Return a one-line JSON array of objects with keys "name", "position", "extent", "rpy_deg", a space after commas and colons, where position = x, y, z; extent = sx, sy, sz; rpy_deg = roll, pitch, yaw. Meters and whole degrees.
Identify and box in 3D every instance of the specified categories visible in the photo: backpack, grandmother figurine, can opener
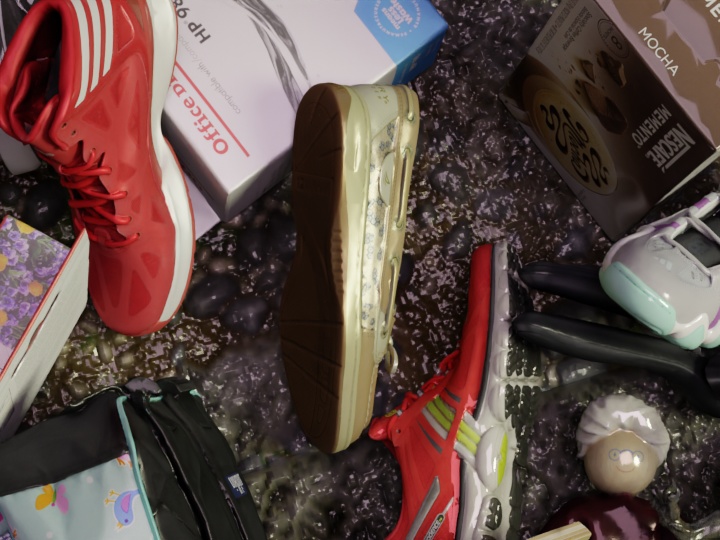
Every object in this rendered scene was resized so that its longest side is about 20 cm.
[{"name": "backpack", "position": [-0.115, 0.172, 0.988], "extent": [0.152, 0.176, 0.201], "rpy_deg": [-28, 84, 4]}, {"name": "grandmother figurine", "position": [0.142, 0.168, 1.084], "extent": [0.120, 0.061, 0.202], "rpy_deg": [5, 80, -16]}, {"name": "can opener", "position": [0.165, 0.033, 1.083], "extent": [0.199, 0.078, 0.064], "rpy_deg": [20, 67, -26]}]

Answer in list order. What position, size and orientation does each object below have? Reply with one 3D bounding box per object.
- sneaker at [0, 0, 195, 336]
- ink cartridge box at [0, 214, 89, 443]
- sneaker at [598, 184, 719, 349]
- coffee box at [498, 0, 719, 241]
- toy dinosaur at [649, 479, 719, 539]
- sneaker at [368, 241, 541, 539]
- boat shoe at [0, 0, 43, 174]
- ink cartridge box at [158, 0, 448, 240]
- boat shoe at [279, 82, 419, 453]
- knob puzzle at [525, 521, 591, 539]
[{"name": "sneaker", "position": [-0.147, -0.052, 1.027], "extent": [0.078, 0.115, 0.202], "rpy_deg": [4, 107, 29]}, {"name": "ink cartridge box", "position": [-0.181, 0.035, 0.989], "extent": [0.050, 0.200, 0.110], "rpy_deg": [28, 76, -1]}, {"name": "sneaker", "position": [0.209, -0.039, 1.044], "extent": [0.078, 0.199, 0.141], "rpy_deg": [41, 118, 21]}, {"name": "coffee box", "position": [0.155, -0.102, 1.067], "extent": [0.080, 0.200, 0.113], "rpy_deg": [-37, 86, -13]}, {"name": "toy dinosaur", "position": [0.208, 0.130, 1.050], "extent": [0.088, 0.047, 0.200], "rpy_deg": [43, 86, -3]}, {"name": "sneaker", "position": [0.047, 0.077, 1.079], "extent": [0.084, 0.077, 0.202], "rpy_deg": [5, 74, 20]}, {"name": "boat shoe", "position": [-0.179, -0.152, 1.086], "extent": [0.063, 0.071, 0.202], "rpy_deg": [-9, 74, 2]}, {"name": "ink cartridge box", "position": [-0.064, -0.111, 1.106], "extent": [0.200, 0.067, 0.116], "rpy_deg": [-39, 85, -13]}, {"name": "boat shoe", "position": [0.000, 0.000, 1.069], "extent": [0.062, 0.073, 0.202], "rpy_deg": [-5, 108, -31]}, {"name": "knob puzzle", "position": [0.015, 0.209, 1.001], "extent": [0.219, 0.220, 0.030], "rpy_deg": [-41, 66, -14]}]
